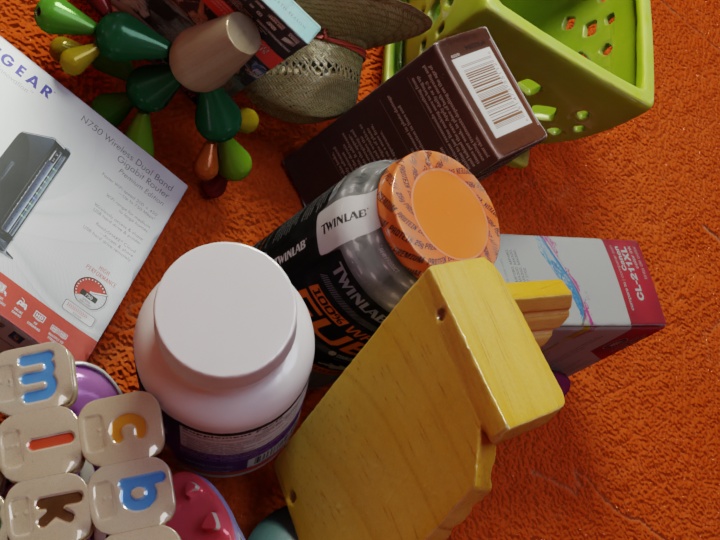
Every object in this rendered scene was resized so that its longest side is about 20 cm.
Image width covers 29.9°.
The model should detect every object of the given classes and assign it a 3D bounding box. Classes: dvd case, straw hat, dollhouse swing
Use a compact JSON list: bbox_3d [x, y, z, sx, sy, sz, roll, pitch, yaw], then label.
[{"bbox_3d":[-0.124,-0.190,0.970,0.146,0.200,0.022,43,65,-14],"label":"dvd case"},{"bbox_3d":[-0.046,-0.160,1.059,0.200,0.201,0.085,7,85,-38],"label":"straw hat"},{"bbox_3d":[0.073,0.113,0.898,0.175,0.200,0.182,12,39,-36],"label":"dollhouse swing"}]

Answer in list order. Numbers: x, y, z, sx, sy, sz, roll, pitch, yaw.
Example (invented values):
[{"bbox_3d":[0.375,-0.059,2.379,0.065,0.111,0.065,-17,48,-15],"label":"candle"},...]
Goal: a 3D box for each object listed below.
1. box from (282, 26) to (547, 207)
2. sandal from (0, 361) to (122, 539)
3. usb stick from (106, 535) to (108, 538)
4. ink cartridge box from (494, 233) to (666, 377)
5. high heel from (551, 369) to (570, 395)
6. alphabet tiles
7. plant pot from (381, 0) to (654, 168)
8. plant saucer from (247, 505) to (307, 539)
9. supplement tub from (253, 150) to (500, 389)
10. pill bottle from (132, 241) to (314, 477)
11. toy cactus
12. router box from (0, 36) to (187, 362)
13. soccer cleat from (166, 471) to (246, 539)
[{"bbox_3d":[0.039,-0.093,1.053,0.075,0.200,0.100,-26,86,-47],"label":"box"},{"bbox_3d":[-0.185,0.153,0.810,0.082,0.050,0.203,26,69,-24],"label":"sandal"},{"bbox_3d":[-0.137,0.165,0.888,0.200,0.033,0.056,38,42,-19],"label":"usb stick"},{"bbox_3d":[0.122,0.036,1.093,0.199,0.146,0.083,2,65,-40],"label":"ink cartridge box"},{"bbox_3d":[0.104,0.142,1.079,0.199,0.067,0.096,-15,72,-30],"label":"high heel"},{"bbox_3d":[-0.202,0.144,0.777,0.195,0.015,0.201,-12,71,0],"label":"alphabet tiles"},{"bbox_3d":[0.129,-0.220,1.209,0.199,0.181,0.201,24,54,-28],"label":"plant pot"},{"bbox_3d":[0.013,0.228,0.912,0.199,0.036,0.200,27,32,-19],"label":"plant saucer"},{"bbox_3d":[0.000,0.000,0.971,0.122,0.200,0.123,19,56,-31],"label":"supplement tub"},{"bbox_3d":[-0.086,0.057,0.853,0.111,0.200,0.112,2,69,-6],"label":"pill bottle"},{"bbox_3d":[-0.130,-0.140,0.962,0.200,0.165,0.102,49,45,-22],"label":"toy cactus"},{"bbox_3d":[-0.238,-0.049,0.902,0.200,0.049,0.180,39,49,-18],"label":"router box"},{"bbox_3d":[-0.073,0.211,0.828,0.200,0.067,0.076,52,5,36],"label":"soccer cleat"}]
